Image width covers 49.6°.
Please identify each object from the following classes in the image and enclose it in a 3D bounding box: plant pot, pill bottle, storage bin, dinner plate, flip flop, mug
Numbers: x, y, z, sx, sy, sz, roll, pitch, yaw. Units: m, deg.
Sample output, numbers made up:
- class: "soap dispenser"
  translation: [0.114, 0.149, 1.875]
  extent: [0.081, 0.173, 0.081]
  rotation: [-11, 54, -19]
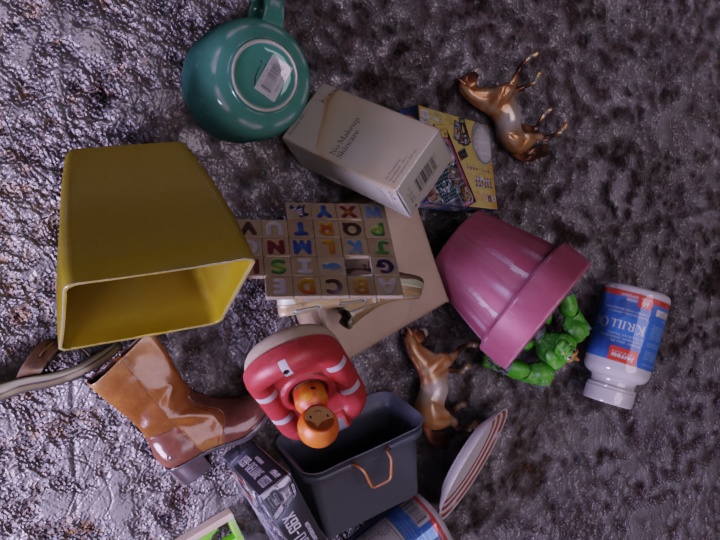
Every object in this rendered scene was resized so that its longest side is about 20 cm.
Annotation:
- class: "plant pot"
  translation: [-0.259, -0.037, 0.907]
  extent: [0.199, 0.200, 0.177]
  rotation: [-9, 69, -26]
- class: "plant pot"
  translation: [0.207, 0.014, 1.153]
  extent: [0.179, 0.200, 0.200]
  rotation: [38, 75, 13]
- class: "pill bottle"
  translation: [0.032, 0.432, 1.165]
  extent: [0.200, 0.112, 0.113]
  rotation: [-33, 110, -19]
- class: "storage bin"
  translation: [-0.001, 0.288, 1.125]
  extent: [0.199, 0.145, 0.135]
  rotation: [-20, 115, -24]
- class: "dinner plate"
  translation: [0.170, 0.297, 1.213]
  extent: [0.200, 0.024, 0.200]
  rotation: [-49, 157, -29]
- class: "pill bottle"
  translation: [0.451, 0.130, 1.337]
  extent: [0.112, 0.112, 0.201]
  rotation: [17, 87, -28]
- class: "flip flop"
  translation: [-0.387, 0.115, 0.937]
  extent: [0.199, 0.081, 0.058]
  rotation: [-15, 89, -20]
- class: "mug"
  translation: [-0.144, -0.257, 0.989]
  extent: [0.152, 0.114, 0.186]
  rotation: [-20, 105, -24]

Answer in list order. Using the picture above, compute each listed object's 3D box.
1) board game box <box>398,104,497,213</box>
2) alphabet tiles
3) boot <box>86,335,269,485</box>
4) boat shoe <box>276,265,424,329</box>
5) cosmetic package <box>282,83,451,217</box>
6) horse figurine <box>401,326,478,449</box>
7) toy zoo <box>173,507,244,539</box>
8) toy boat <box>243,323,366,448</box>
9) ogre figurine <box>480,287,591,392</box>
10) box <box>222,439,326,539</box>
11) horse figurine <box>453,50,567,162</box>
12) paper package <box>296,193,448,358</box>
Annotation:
- class: "board game box"
  translation: [0.131, -0.155, 1.129]
  extent: [0.200, 0.035, 0.136]
  rotation: [0, 83, -52]
- class: "alphabet tiles"
  translation: [-0.056, -0.028, 0.972]
  extent: [0.199, 0.168, 0.008]
  rotation: [0, 136, -11]
- class: "boot"
  translation: [-0.226, 0.154, 1.031]
  extent: [0.188, 0.068, 0.200]
  rotation: [-36, 111, -8]
- class: "boat shoe"
  translation: [-0.013, 0.037, 1.000]
  extent: [0.199, 0.072, 0.076]
  rotation: [2, 83, -17]
- class: "cosmetic package"
  translation: [0.007, -0.161, 1.029]
  extent: [0.104, 0.200, 0.073]
  rotation: [-56, 149, -11]
- class: "horse figurine"
  translation: [0.125, 0.187, 1.212]
  extent: [0.132, 0.050, 0.201]
  rotation: [1, 92, -36]
- class: "toy zoo"
  translation: [-0.204, 0.453, 1.096]
  extent: [0.131, 0.020, 0.201]
  rotation: [-26, 107, -23]
- class: "toy boat"
  translation: [-0.063, 0.165, 0.983]
  extent: [0.130, 0.131, 0.200]
  rotation: [-26, 133, 2]
- class: "ogre figurine"
  translation: [0.301, 0.107, 1.281]
  extent: [0.120, 0.098, 0.200]
  rotation: [42, 61, -7]
- class: "box"
  translation: [-0.102, 0.341, 1.059]
  extent: [0.050, 0.158, 0.200]
  rotation: [-32, 109, -20]
- class: "horse figurine"
  translation: [0.246, -0.246, 1.226]
  extent: [0.132, 0.050, 0.200]
  rotation: [-33, 116, -7]
- class: "paper package"
  translation: [0.000, 0.000, 1.102]
  extent: [0.200, 0.103, 0.191]
  rotation: [-28, 108, -23]
